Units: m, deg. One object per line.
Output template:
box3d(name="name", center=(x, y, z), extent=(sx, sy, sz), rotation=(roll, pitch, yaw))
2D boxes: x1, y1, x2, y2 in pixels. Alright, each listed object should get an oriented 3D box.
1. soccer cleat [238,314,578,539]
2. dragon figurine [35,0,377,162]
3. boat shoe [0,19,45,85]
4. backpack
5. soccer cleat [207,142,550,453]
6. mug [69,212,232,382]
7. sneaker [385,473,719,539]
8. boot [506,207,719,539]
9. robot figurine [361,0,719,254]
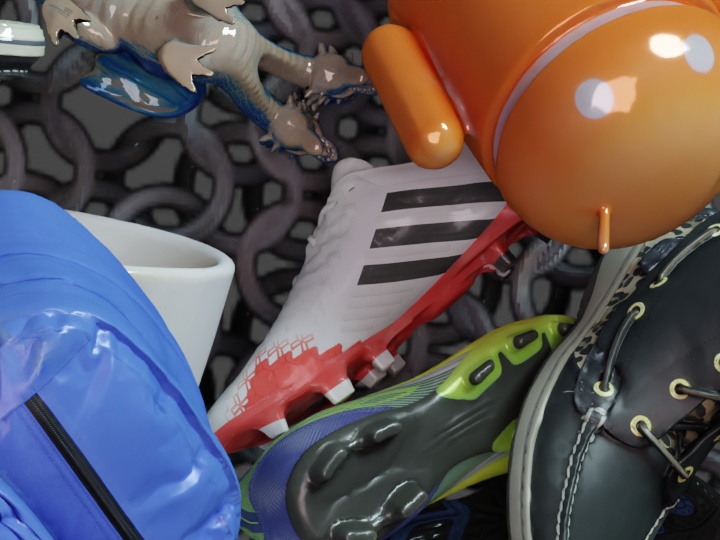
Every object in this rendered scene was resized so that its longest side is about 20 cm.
box3d(name="soccer cleat", center=(0.032, 0.066, 0.964), extent=(0.199, 0.083, 0.065), rotation=(-22, 98, -35))
box3d(name="dragon figurine", center=(-0.090, -0.102, 0.975), extent=(0.198, 0.099, 0.059), rotation=(20, 80, 11))
box3d(name="boat shoe", center=(-0.215, -0.060, 0.949), extent=(0.198, 0.075, 0.063), rotation=(-16, 88, 20))
box3d(name="backpack", center=(-0.140, 0.089, 0.776), extent=(0.199, 0.168, 0.163), rotation=(-33, 129, -5))
box3d(name="soccer cleat", center=(0.000, 0.000, 0.981), extent=(0.200, 0.069, 0.085), rotation=(-40, 79, -8))
box3d(name="mug", center=(-0.155, 0.056, 0.932), extent=(0.185, 0.149, 0.155), rotation=(8, 99, -13))
box3d(name="sneaker", center=(0.068, 0.133, 0.989), extent=(0.198, 0.076, 0.078), rotation=(-10, 129, -11))
box3d(name="boot", center=(0.151, 0.048, 0.910), extent=(0.074, 0.153, 0.205), rotation=(49, 51, -32))
box3d(name="robot figurine", center=(0.086, -0.091, 0.926), extent=(0.117, 0.143, 0.201), rotation=(-51, 49, 25))
